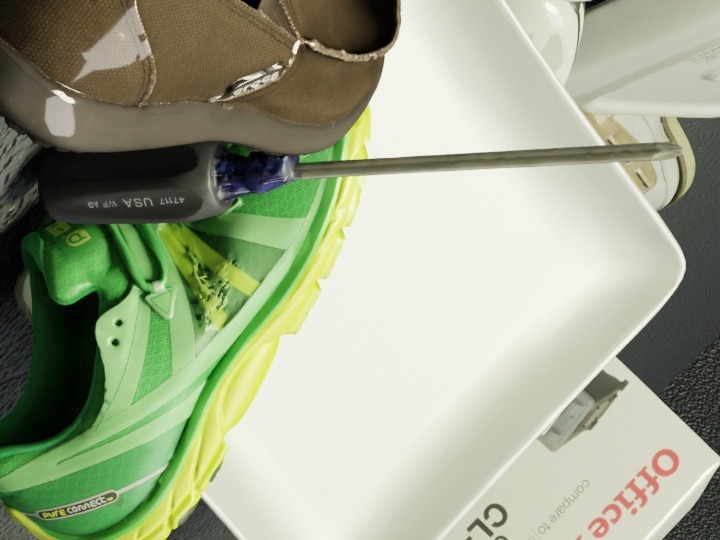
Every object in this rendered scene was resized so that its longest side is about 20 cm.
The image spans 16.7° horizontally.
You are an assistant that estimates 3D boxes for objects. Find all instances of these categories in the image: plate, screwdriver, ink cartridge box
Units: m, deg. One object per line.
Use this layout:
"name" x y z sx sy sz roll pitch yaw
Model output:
"plate" 0.000 0.000 0.873 0.200 0.200 0.032 -46 -149 -10
"screwdriver" -0.004 -0.034 0.717 0.199 0.029 0.028 -7 -174 20
"plate" 0.183 -0.107 1.094 0.199 0.033 0.199 -21 168 41
"ink cartridge box" 0.046 0.077 1.141 0.148 0.200 0.086 -45 169 -14

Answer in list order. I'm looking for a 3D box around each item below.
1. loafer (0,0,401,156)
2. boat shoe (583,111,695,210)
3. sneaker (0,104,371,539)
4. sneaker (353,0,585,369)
"loafer" -0.033 -0.075 0.656 0.071 0.073 0.200 -52 168 22
"boat shoe" 0.129 -0.071 1.291 0.068 0.075 0.200 -44 158 -8
"sneaker" -0.060 -0.005 0.776 0.201 0.083 0.074 -65 -153 -3
"sneaker" 0.025 -0.020 0.938 0.201 0.075 0.116 -53 -157 34
